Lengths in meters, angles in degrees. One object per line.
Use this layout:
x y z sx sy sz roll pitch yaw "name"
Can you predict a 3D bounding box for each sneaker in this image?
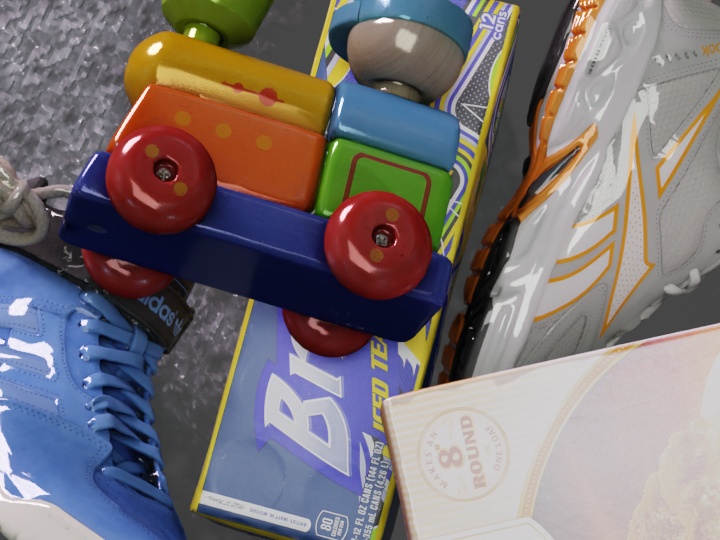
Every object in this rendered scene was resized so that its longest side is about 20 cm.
0.091 -0.004 0.762 0.091 0.076 0.201 20 95 -5 "sneaker"
-0.090 0.037 0.736 0.111 0.077 0.200 -48 45 -6 "sneaker"

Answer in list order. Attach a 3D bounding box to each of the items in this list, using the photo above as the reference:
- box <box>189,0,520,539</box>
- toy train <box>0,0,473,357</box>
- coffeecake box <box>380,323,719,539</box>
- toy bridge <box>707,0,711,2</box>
0.000 0.000 0.775 0.070 0.064 0.202 14 82 5 "box"
-0.062 -0.056 0.701 0.199 0.085 0.117 17 69 -8 "toy train"
0.118 0.095 0.672 0.198 0.073 0.155 -12 83 -1 "coffeecake box"
0.125 -0.108 0.805 0.199 0.027 0.068 19 81 4 "toy bridge"
